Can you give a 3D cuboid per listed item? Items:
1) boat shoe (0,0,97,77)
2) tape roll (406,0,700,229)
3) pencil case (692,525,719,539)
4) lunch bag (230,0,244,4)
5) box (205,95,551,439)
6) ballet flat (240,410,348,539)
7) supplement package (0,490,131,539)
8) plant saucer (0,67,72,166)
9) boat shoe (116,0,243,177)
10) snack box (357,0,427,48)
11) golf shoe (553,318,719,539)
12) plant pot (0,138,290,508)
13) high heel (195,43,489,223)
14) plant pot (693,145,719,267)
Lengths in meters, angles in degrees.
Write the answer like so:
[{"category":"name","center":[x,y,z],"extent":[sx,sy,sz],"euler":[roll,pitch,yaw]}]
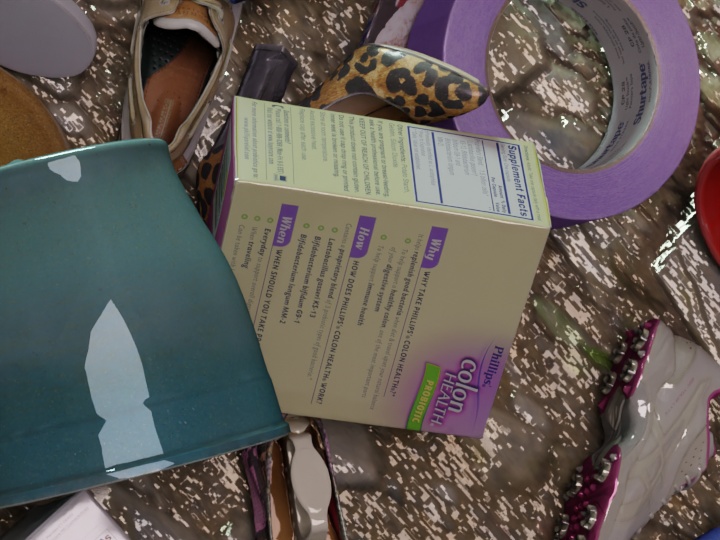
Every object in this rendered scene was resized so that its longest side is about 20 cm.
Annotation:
[{"category":"boat shoe","center":[-0.259,-0.194,1.463],"extent":[0.199,0.069,0.057],"euler":[27,37,-15]},{"category":"tape roll","center":[0.132,-0.130,1.544],"extent":[0.199,0.066,0.201],"euler":[3,83,-23]},{"category":"pencil case","center":[0.211,0.238,1.517],"extent":[0.199,0.078,0.087],"euler":[-28,94,-17]},{"category":"lunch bag","center":[-0.039,-0.287,1.499],"extent":[0.199,0.128,0.171],"euler":[-26,77,-15]},{"category":"box","center":[0.000,0.000,1.430],"extent":[0.199,0.177,0.097],"euler":[8,36,-9]},{"category":"ballet flat","center":[-0.033,0.178,1.462],"extent":[0.069,0.071,0.201],"euler":[-10,85,-18]},{"category":"supplement package","center":[-0.201,0.226,1.341],"extent":[0.156,0.200,0.111],"euler":[-42,94,-17]},{"category":"plant saucer","center":[-0.252,-0.070,1.409],"extent":[0.199,0.035,0.201],"euler":[21,49,-25]},{"category":"boat shoe","center":[-0.114,-0.157,1.492],"extent":[0.074,0.068,0.201],"euler":[10,77,-12]},{"category":"snack box","center":[0.029,-0.133,1.551],"extent":[0.072,0.024,0.201],"euler":[24,76,-13]},{"category":"golf shoe","center":[0.196,0.136,1.533],"extent":[0.091,0.075,0.201],"euler":[25,77,-14]},{"category":"plant pot","center":[-0.159,0.027,1.314],"extent":[0.199,0.200,0.189],"euler":[-13,89,-17]},{"category":"high heel","center":[-0.014,-0.074,1.461],"extent":[0.071,0.199,0.143],"euler":[40,64,-49]},{"category":"plant pot","center":[0.360,-0.067,1.555],"extent":[0.200,0.200,0.177],"euler":[47,63,-4]}]
